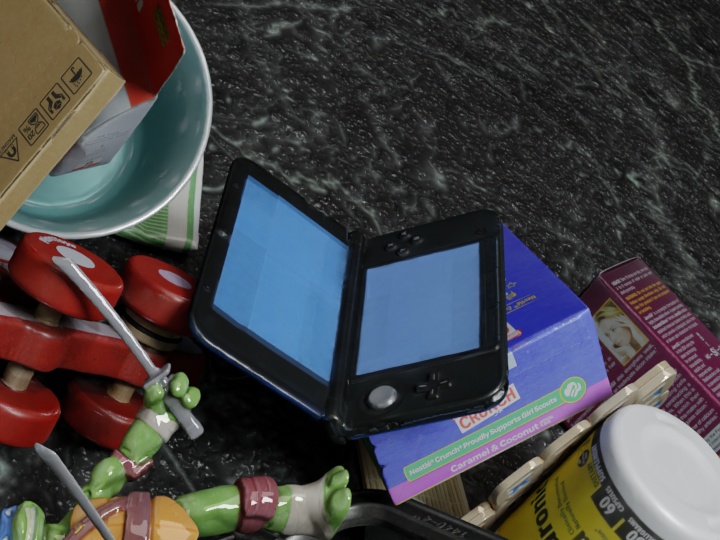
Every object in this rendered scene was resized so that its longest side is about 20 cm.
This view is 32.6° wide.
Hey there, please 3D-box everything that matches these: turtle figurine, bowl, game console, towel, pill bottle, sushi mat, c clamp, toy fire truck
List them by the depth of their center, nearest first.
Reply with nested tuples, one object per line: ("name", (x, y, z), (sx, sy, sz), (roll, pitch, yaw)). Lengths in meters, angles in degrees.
("turtle figurine", (-0.092, 0.121, 0.653), (0.191, 0.203, 0.144), (11, 10, -17))
("c clamp", (-0.001, 0.184, 0.757), (0.198, 0.027, 0.170), (11, 20, 37))
("toy fire truck", (-0.198, 0.022, 0.786), (0.167, 0.113, 0.199), (37, 13, 36))
("game console", (0.000, 0.000, 0.804), (0.201, 0.168, 0.119), (-84, 155, -52))
("pill bottle", (0.154, 0.193, 0.832), (0.110, 0.201, 0.112), (25, 34, -18))
("bowl", (-0.210, -0.109, 0.860), (0.198, 0.105, 0.204), (4, 76, -19))
("towel", (-0.218, -0.093, 0.986), (0.198, 0.023, 0.154), (23, 36, -23))
("sushi mat", (0.031, 0.113, 0.986), (0.095, 0.012, 0.201), (20, 37, -28))

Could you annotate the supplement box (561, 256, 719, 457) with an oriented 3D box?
("supplement box", (0.260, 0.109, 1.108), (0.200, 0.131, 0.103), (50, 33, 17))

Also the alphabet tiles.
("alphabet tiles", (0.141, 0.138, 0.877), (0.015, 0.199, 0.196), (51, -6, 21))

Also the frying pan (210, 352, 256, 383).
("frying pan", (-0.080, 0.037, 0.936), (0.115, 0.189, 0.031), (-47, 116, -17))

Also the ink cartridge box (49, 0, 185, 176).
("ink cartridge box", (-0.169, -0.160, 0.721), (0.050, 0.200, 0.164), (-15, 84, -24))

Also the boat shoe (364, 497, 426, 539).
("boat shoe", (0.033, 0.229, 0.791), (0.071, 0.070, 0.202), (9, 41, -32))

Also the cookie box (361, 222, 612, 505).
("cookie box", (0.061, 0.054, 0.887), (0.200, 0.169, 0.076), (-122, -172, -64))

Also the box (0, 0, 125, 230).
("box", (-0.245, -0.084, 0.716), (0.164, 0.200, 0.021), (47, 9, 29))
